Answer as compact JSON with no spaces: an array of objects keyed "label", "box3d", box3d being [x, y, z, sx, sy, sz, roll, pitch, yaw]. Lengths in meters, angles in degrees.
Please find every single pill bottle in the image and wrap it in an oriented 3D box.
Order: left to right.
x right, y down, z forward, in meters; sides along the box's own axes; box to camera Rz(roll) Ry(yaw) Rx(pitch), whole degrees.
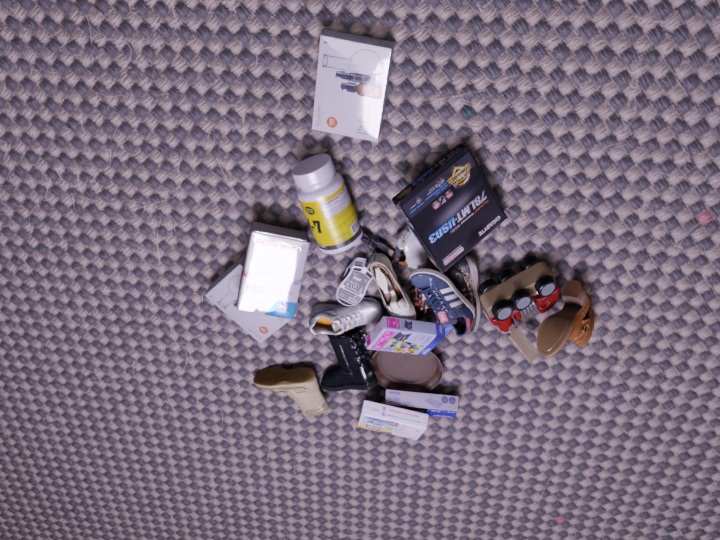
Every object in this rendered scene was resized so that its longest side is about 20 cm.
[{"label":"pill bottle","box3d":[-0.076,-0.151,1.547,0.112,0.115,0.203,-12,120,17]}]

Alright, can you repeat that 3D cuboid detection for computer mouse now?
[{"label":"computer mouse","box3d":[0.000,0.000,1.680,0.108,0.044,0.202,26,118,-14]}]

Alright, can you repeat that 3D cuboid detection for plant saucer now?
[{"label":"plant saucer","box3d":[0.123,0.254,1.821,0.195,0.032,0.203,6,133,6]}]

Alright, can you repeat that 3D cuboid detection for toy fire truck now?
[{"label":"toy fire truck","box3d":[0.393,0.100,1.619,0.173,0.130,0.201,-28,135,2]}]

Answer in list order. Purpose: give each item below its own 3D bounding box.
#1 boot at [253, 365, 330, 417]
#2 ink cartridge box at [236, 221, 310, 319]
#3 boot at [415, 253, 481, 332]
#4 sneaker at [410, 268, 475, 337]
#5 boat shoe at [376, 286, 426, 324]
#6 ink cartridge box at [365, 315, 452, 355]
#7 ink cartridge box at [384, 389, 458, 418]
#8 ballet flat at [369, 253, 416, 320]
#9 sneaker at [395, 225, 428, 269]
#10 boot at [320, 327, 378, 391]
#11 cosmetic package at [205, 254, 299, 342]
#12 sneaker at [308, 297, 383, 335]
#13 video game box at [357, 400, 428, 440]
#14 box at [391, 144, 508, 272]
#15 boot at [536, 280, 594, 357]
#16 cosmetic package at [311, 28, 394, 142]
[{"label":"boot","box3d":[-0.193,0.343,1.923,0.195,0.074,0.157,-6,131,22]},{"label":"ink cartridge box","box3d":[-0.211,-0.002,1.643,0.141,0.085,0.204,10,109,-13]},{"label":"boot","box3d":[0.211,0.067,1.641,0.147,0.074,0.204,-12,120,-8]},{"label":"sneaker","box3d":[0.184,0.077,1.544,0.199,0.086,0.074,37,142,-23]},{"label":"boat shoe","box3d":[0.103,0.121,1.721,0.075,0.074,0.201,33,123,-13]},{"label":"ink cartridge box","box3d":[0.124,0.164,1.675,0.195,0.043,0.120,6,148,-21]},{"label":"ink cartridge box","box3d":[0.164,0.364,1.863,0.195,0.045,0.094,5,157,4]},{"label":"ballet flat","box3d":[0.071,0.057,1.627,0.066,0.063,0.203,-24,105,20]},{"label":"sneaker","box3d":[0.124,-0.087,1.579,0.082,0.074,0.204,8,126,1]},{"label":"boot","box3d":[-0.048,0.236,1.824,0.195,0.073,0.166,-7,111,38]},{"label":"cosmetic package","box3d":[-0.278,0.076,1.763,0.150,0.052,0.200,-36,112,30]},{"label":"sneaker","box3d":[-0.037,0.124,1.744,0.195,0.081,0.078,-10,120,14]},{"label":"video game box","box3d":[0.085,0.414,1.881,0.177,0.048,0.201,10,158,0]},{"label":"box","box3d":[0.198,-0.135,1.499,0.199,0.050,0.200,-37,112,-4]},{"label":"boot","box3d":[0.491,0.142,1.598,0.073,0.202,0.155,20,161,42]},{"label":"cosmetic package","box3d":[-0.018,-0.382,1.422,0.147,0.052,0.204,12,125,5]}]
